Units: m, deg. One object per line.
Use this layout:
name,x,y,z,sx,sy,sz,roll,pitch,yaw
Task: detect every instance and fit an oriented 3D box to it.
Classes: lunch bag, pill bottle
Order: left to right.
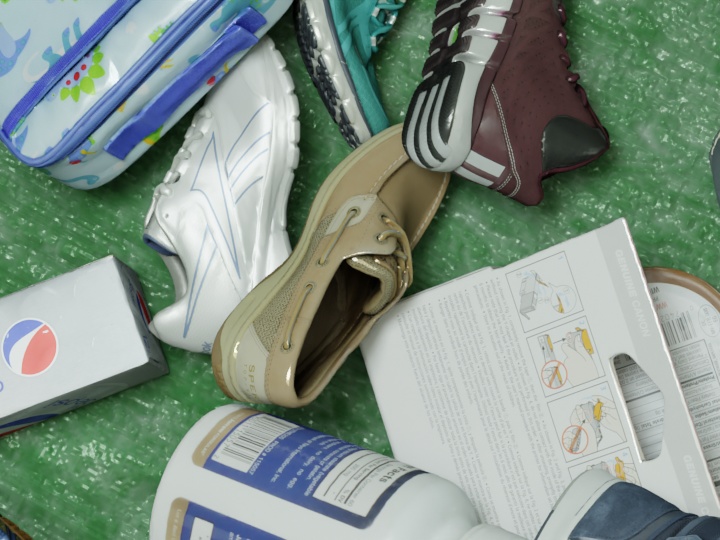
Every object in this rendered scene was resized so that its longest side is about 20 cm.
lunch bag,-0.141,-0.156,1.364,0.200,0.082,0.161,-42,62,12
pill bottle,-0.006,0.152,1.297,0.199,0.111,0.112,18,85,29

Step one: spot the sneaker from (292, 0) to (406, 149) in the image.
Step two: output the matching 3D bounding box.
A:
sneaker,-0.002,-0.169,1.386,0.079,0.078,0.202,-7,82,-4

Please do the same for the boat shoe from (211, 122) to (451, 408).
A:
boat shoe,0.000,0.000,1.330,0.064,0.071,0.200,12,56,42

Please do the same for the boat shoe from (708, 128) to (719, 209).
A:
boat shoe,0.246,0.005,1.339,0.072,0.062,0.201,-20,81,3

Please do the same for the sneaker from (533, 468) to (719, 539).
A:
sneaker,0.130,0.203,1.198,0.146,0.077,0.203,18,66,36

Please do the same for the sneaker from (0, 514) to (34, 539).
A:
sneaker,-0.199,0.203,1.359,0.200,0.075,0.088,42,89,10

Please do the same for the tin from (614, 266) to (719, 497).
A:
tin,0.178,0.095,1.350,0.111,0.042,0.201,-19,81,8

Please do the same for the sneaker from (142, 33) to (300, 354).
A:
sneaker,-0.079,-0.047,1.367,0.086,0.074,0.202,2,81,-12

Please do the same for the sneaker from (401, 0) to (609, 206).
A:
sneaker,0.101,-0.124,1.378,0.115,0.076,0.201,29,66,-21

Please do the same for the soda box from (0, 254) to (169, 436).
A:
soda box,-0.216,0.060,1.384,0.199,0.063,0.069,-21,80,3

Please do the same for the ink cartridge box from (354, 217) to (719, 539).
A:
ink cartridge box,0.105,0.093,1.327,0.175,0.045,0.201,-21,81,23
